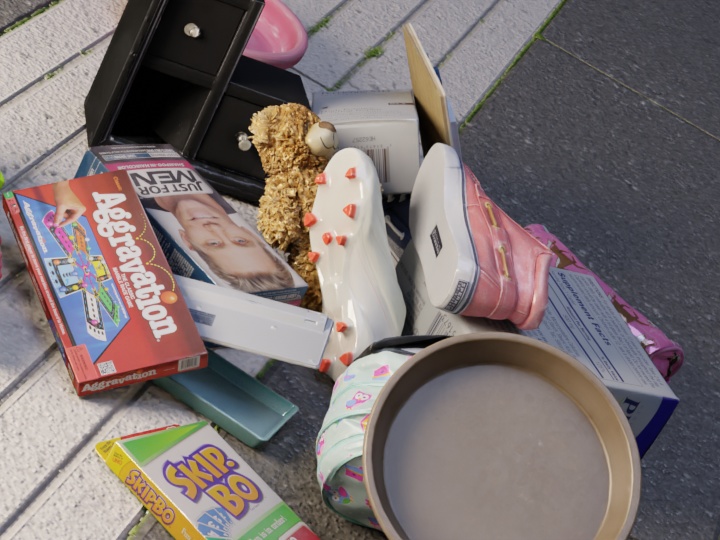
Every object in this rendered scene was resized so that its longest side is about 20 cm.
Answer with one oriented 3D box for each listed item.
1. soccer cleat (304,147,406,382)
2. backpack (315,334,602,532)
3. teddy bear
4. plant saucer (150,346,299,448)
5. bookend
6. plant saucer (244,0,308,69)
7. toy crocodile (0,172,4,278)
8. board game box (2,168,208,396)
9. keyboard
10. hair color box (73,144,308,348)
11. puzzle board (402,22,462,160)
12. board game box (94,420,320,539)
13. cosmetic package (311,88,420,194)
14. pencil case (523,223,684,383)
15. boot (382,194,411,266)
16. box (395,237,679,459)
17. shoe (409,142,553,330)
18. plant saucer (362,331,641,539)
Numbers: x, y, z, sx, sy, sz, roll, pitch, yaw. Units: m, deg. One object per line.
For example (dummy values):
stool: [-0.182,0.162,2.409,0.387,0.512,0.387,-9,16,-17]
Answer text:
soccer cleat: [0.000,0.000,1.715,0.077,0.201,0.069,7,-11,-45]
backpack: [0.068,0.135,1.536,0.199,0.167,0.127,19,44,-5]
teddy bear: [-0.034,-0.049,1.771,0.145,0.067,0.201,10,72,-37]
plant saucer: [-0.145,0.070,1.598,0.200,0.019,0.070,34,27,8]
bookend: [-0.121,-0.181,1.861,0.200,0.199,0.092,18,26,-21]
plant saucer: [-0.153,-0.256,2.129,0.200,0.051,0.201,23,28,-13]
toy crocodile: [-0.296,-0.018,1.553,0.062,0.068,0.200,16,29,-24]
board game box: [-0.198,0.006,1.588,0.103,0.019,0.200,-12,51,-21]
keyboard: [-0.122,0.032,1.597,0.199,0.011,0.056,14,48,4]
hair color box: [-0.145,-0.023,1.715,0.100,0.061,0.200,-7,44,-48]
puzzle board: [0.077,-0.115,1.957,0.017,0.200,0.151,-14,34,-5]
board game box: [-0.094,0.173,1.458,0.200,0.030,0.095,40,28,27]
cosmetic package: [0.004,-0.122,1.930,0.101,0.074,0.200,-3,15,-2]
pencil case: [0.204,0.040,1.911,0.083,0.087,0.200,-20,53,-42]
boot: [0.054,-0.050,1.918,0.073,0.090,0.200,6,35,-38]
box: [0.134,0.079,1.752,0.200,0.105,0.184,11,31,-29]
shoe: [0.100,-0.026,1.719,0.091,0.072,0.200,17,33,-19]
plant saucer: [0.098,0.140,1.451,0.199,0.029,0.201,4,65,-8]
